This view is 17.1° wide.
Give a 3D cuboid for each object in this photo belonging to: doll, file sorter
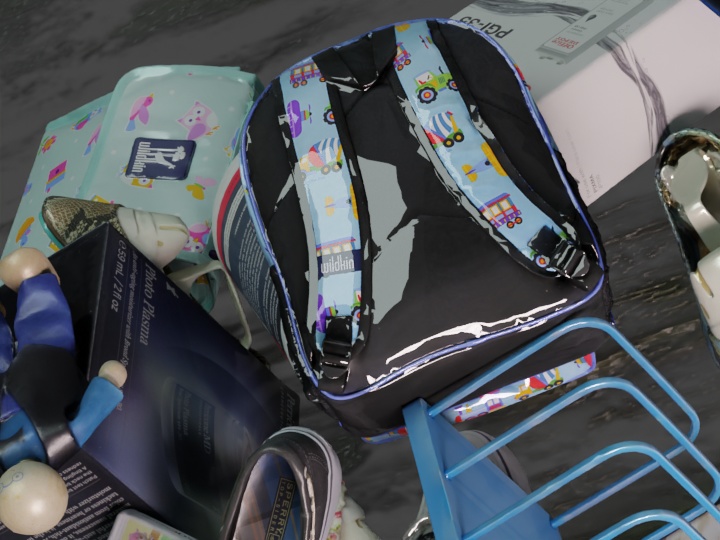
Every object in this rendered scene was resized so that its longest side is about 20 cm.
[{"bbox_3d":[-0.196,0.077,1.360,0.136,0.049,0.200,-29,40,7],"label":"doll"},{"bbox_3d":[0.125,0.145,1.229,0.122,0.139,0.200,-33,40,16],"label":"file sorter"}]

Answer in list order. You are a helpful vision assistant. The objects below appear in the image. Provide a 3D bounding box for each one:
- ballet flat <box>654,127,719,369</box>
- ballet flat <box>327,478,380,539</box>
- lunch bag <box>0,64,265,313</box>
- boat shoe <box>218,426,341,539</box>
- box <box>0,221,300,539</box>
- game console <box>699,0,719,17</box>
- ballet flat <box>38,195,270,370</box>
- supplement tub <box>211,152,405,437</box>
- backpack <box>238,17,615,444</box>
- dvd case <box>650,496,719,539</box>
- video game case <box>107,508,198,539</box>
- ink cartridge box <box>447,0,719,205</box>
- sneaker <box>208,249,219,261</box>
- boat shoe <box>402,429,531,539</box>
[{"bbox_3d":[0.207,-0.006,1.353,0.074,0.074,0.200,-36,40,19],"label":"ballet flat"},{"bbox_3d":[-0.014,0.192,1.430,0.064,0.076,0.201,-1,55,-1],"label":"ballet flat"},{"bbox_3d":[-0.154,-0.046,1.703,0.200,0.122,0.171,-21,44,44],"label":"lunch bag"},{"bbox_3d":[-0.056,0.184,1.296,0.070,0.066,0.201,17,94,17],"label":"boat shoe"},{"bbox_3d":[-0.142,0.115,1.489,0.123,0.198,0.200,-29,36,24],"label":"box"},{"bbox_3d":[0.279,-0.227,1.383,0.170,0.118,0.201,14,69,30],"label":"game console"},{"bbox_3d":[-0.126,0.009,1.580,0.075,0.200,0.068,-31,29,12],"label":"ballet flat"},{"bbox_3d":[0.000,0.000,1.500,0.140,0.140,0.200,-46,37,6],"label":"supplement tub"},{"bbox_3d":[0.031,-0.027,1.320,0.182,0.135,0.201,-23,66,3],"label":"backpack"},{"bbox_3d":[0.184,0.189,1.256,0.200,0.018,0.143,-36,40,20],"label":"dvd case"},{"bbox_3d":[-0.092,0.262,1.353,0.182,0.022,0.201,24,97,16],"label":"video game case"},{"bbox_3d":[0.136,-0.126,1.455,0.200,0.083,0.146,-36,33,-21],"label":"ink cartridge box"},{"bbox_3d":[-0.035,-0.073,1.640,0.074,0.087,0.201,-3,58,44],"label":"sneaker"},{"bbox_3d":[0.052,0.169,1.368,0.072,0.066,0.201,-22,46,33],"label":"boat shoe"}]
